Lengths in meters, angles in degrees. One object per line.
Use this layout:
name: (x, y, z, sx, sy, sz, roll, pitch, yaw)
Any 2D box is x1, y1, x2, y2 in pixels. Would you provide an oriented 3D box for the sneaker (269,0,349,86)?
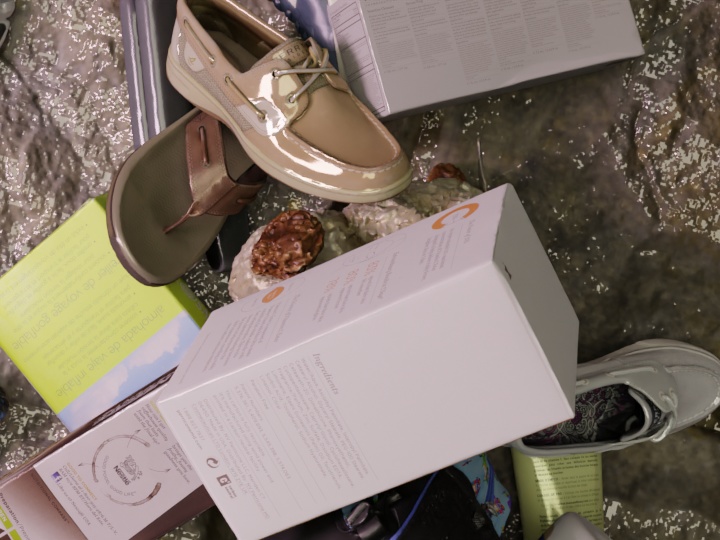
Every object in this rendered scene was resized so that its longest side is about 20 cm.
sneaker: (-0.057, -0.201, 0.997, 0.084, 0.075, 0.200, -20, 83, 5)

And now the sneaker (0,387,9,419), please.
sneaker: (-0.342, 0.070, 0.990, 0.200, 0.077, 0.085, 34, 94, 1)

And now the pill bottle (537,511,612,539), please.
pill bottle: (0.106, 0.261, 0.919, 0.120, 0.120, 0.200, 42, 94, 0)

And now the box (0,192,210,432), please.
box: (-0.153, 0.062, 0.992, 0.122, 0.048, 0.200, -39, 91, 12)

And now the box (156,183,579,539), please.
box: (0.009, 0.049, 0.812, 0.200, 0.124, 0.098, -24, 106, 18)

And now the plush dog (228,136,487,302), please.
plush dog: (0.000, 0.000, 0.960, 0.172, 0.200, 0.161, -8, 56, -10)

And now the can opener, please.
can opener: (-0.125, -0.095, 1.010, 0.066, 0.053, 0.200, -11, 92, -35)

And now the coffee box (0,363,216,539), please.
coffee box: (-0.153, 0.131, 0.920, 0.200, 0.113, 0.080, -32, 92, 15)

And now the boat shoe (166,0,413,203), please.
boat shoe: (-0.047, -0.112, 0.920, 0.072, 0.065, 0.200, -30, 54, -35)

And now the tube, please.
tube: (0.138, 0.166, 1.006, 0.052, 0.058, 0.200, -7, 87, 32)

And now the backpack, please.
backpack: (0.012, 0.170, 0.896, 0.183, 0.200, 0.135, -32, 102, 30)

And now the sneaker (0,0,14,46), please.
sneaker: (-0.290, -0.232, 1.000, 0.081, 0.075, 0.200, -2, 101, 33)

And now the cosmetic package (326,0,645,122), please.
cosmetic package: (0.084, -0.156, 0.967, 0.200, 0.051, 0.083, -15, 91, -25)

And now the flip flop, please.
flip flop: (-0.087, -0.071, 0.964, 0.200, 0.058, 0.081, -44, 108, -27)

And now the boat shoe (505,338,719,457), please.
boat shoe: (0.167, 0.087, 0.959, 0.200, 0.069, 0.072, 3, 105, -29)
